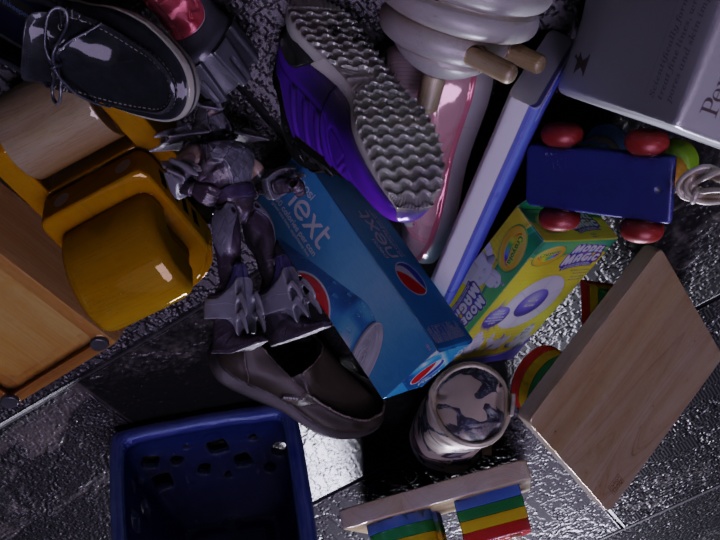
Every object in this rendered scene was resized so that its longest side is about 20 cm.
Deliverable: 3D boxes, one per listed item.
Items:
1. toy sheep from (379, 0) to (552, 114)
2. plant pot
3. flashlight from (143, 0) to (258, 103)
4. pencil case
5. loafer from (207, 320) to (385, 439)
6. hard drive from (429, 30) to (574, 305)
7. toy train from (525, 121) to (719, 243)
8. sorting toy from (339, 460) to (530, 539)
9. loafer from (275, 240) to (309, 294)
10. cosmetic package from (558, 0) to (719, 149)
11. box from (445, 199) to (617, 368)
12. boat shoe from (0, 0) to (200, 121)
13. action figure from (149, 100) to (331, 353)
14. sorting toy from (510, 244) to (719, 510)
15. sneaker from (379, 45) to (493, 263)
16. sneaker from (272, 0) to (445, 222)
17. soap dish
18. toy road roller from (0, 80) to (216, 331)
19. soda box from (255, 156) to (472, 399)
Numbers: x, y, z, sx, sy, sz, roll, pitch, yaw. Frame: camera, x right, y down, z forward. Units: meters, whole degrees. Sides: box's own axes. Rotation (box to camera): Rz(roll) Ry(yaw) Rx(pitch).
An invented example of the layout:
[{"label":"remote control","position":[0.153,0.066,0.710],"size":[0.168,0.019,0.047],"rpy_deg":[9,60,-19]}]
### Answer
[{"label":"toy sheep","position":[0.075,-0.200,0.743],"size":[0.136,0.138,0.202],"rpy_deg":[9,116,-19]},{"label":"plant pot","position":[-0.142,0.278,1.105],"size":[0.197,0.202,0.181],"rpy_deg":[-9,139,-3]},{"label":"flashlight","position":[-0.148,-0.201,0.739],"size":[0.068,0.068,0.200],"rpy_deg":[-40,127,-2]},{"label":"pencil case","position":[0.100,0.149,1.056],"size":[0.088,0.079,0.200],"rpy_deg":[-4,162,-4]},{"label":"loafer","position":[-0.049,0.104,1.040],"size":[0.198,0.074,0.071],"rpy_deg":[23,127,-28]},{"label":"hard drive","position":[0.112,-0.080,0.868],"size":[0.025,0.132,0.201],"rpy_deg":[26,129,7]},{"label":"toy train","position":[0.242,-0.076,0.849],"size":[0.198,0.115,0.086],"rpy_deg":[10,112,33]},{"label":"sorting toy","position":[0.093,0.274,1.160],"size":[0.196,0.070,0.200],"rpy_deg":[-16,163,4]},{"label":"loafer","position":[-0.003,0.024,0.983],"size":[0.199,0.063,0.072],"rpy_deg":[26,123,-30]},{"label":"cosmetic package","position":[0.281,-0.167,0.759],"size":[0.198,0.165,0.167],"rpy_deg":[13,103,-22]},{"label":"box","position":[0.150,0.007,0.982],"size":[0.116,0.049,0.201],"rpy_deg":[-4,138,-43]},{"label":"boat shoe","position":[-0.201,-0.152,0.724],"size":[0.198,0.062,0.075],"rpy_deg":[27,126,6]},{"label":"action figure","position":[-0.090,-0.042,0.809],"size":[0.129,0.203,0.069],"rpy_deg":[-10,172,-43]},{"label":"sorting toy","position":[0.242,0.099,1.047],"size":[0.201,0.069,0.199],"rpy_deg":[-50,132,-8]},{"label":"sneaker","position":[0.035,-0.096,0.874],"size":[0.103,0.076,0.202],"rpy_deg":[4,129,-12]},{"label":"sneaker","position":[-0.010,-0.099,0.787],"size":[0.069,0.201,0.100],"rpy_deg":[-6,145,-34]},{"label":"soap dish","position":[-0.309,0.022,0.910],"size":[0.156,0.082,0.200],"rpy_deg":[-29,132,16]},{"label":"toy road roller","position":[-0.191,-0.050,0.820],"size":[0.122,0.147,0.201],"rpy_deg":[-25,132,13]},{"label":"soda box","position":[0.000,0.000,0.869],"size":[0.068,0.201,0.064],"rpy_deg":[-44,160,28]}]
